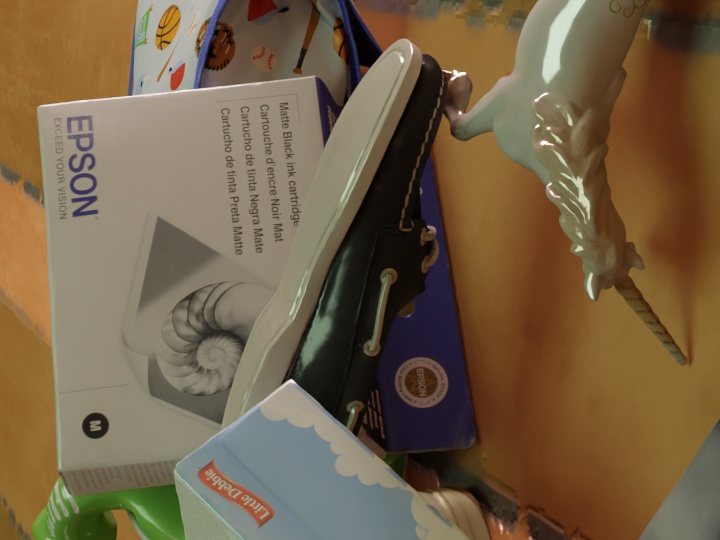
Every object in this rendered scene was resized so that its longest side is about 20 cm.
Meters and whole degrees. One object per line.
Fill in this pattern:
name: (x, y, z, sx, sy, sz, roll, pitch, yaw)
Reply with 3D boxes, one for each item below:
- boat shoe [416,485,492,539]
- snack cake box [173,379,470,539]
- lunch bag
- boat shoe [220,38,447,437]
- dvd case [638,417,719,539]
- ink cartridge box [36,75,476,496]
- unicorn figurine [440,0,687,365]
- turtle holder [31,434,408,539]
boat shoe: (0.039, 0.189, 0.816, 0.073, 0.062, 0.201, 117, 147, -42)
snack cake box: (0.016, 0.150, 0.719, 0.200, 0.067, 0.115, 40, 151, 28)
lunch bag: (-0.065, -0.103, 1.026, 0.170, 0.123, 0.201, -149, 57, -65)
boat shoe: (0.000, 0.000, 0.783, 0.074, 0.060, 0.201, -116, 47, -72)
dvd case: (0.144, 0.130, 0.638, 0.149, 0.016, 0.200, -110, 32, -43)
ink cartridge box: (-0.053, 0.001, 0.883, 0.041, 0.199, 0.200, 93, 169, -65)
unicorn figurine: (0.086, -0.080, 0.727, 0.137, 0.073, 0.201, -133, 48, -65)
turtle holder: (-0.063, 0.112, 0.929, 0.141, 0.185, 0.132, 40, 158, 20)
